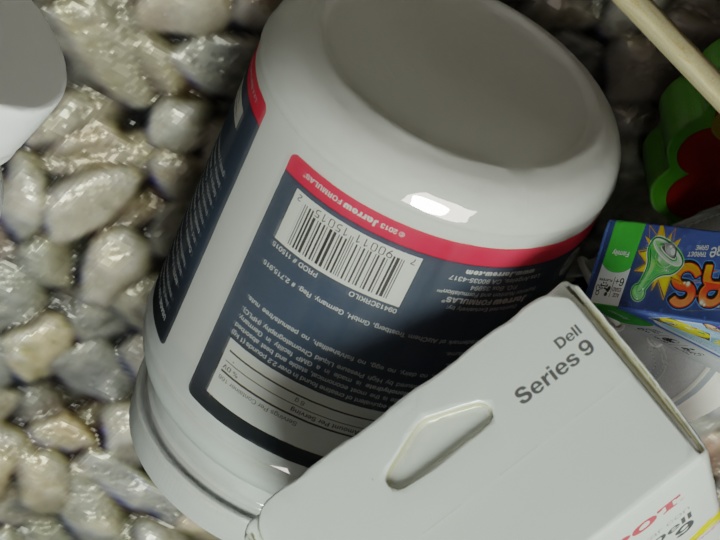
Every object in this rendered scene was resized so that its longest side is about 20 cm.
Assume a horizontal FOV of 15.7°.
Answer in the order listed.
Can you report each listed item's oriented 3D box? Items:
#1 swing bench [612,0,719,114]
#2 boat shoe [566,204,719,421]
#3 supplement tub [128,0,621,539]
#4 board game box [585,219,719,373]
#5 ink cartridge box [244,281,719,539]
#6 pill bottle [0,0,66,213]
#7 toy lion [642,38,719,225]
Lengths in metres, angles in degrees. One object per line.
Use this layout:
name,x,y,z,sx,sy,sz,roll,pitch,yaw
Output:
swing bench,0.163,-0.146,0.836,0.200,0.130,0.199,-44,93,-3
boat shoe,0.108,0.022,1.061,0.068,0.072,0.200,16,153,-18
supplement tub,0.000,0.000,0.990,0.140,0.141,0.200,11,129,-20
board game box,0.194,0.035,0.932,0.200,0.135,0.035,25,79,-39
ink cartridge box,0.054,0.105,0.963,0.145,0.088,0.200,-37,157,-4
pill bottle,-0.200,-0.026,0.943,0.120,0.120,0.200,29,122,-31
toy lion,0.202,-0.068,1.022,0.191,0.069,0.200,-12,139,10
